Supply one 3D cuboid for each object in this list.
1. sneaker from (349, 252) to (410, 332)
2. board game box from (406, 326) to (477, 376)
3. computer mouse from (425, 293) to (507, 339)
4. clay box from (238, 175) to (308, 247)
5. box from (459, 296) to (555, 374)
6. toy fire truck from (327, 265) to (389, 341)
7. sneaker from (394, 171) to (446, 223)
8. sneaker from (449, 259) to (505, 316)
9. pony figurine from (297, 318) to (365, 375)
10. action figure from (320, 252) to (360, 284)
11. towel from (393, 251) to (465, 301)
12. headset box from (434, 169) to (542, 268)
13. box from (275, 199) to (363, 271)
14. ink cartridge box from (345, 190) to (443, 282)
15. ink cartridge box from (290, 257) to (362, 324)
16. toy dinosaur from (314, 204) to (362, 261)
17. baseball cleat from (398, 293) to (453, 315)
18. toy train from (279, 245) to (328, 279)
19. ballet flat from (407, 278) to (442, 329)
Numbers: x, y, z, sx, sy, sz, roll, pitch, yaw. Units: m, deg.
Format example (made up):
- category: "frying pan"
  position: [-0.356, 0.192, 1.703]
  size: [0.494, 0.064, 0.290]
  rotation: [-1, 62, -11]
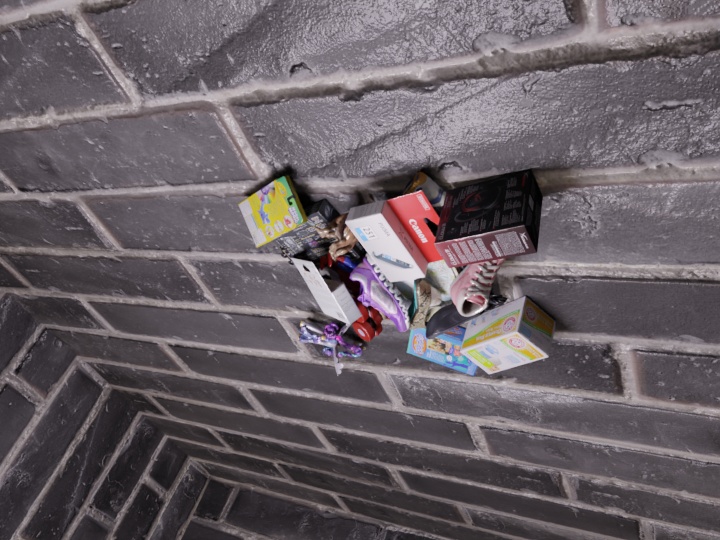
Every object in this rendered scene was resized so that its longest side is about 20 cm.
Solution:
- category: "sneaker"
  position: [0.042, 0.062, 1.485]
  size: [0.202, 0.088, 0.080]
  rotation: [59, 171, -6]
- category: "board game box"
  position: [0.228, 0.199, 1.713]
  size: [0.197, 0.045, 0.153]
  rotation: [18, 146, 10]
- category: "computer mouse"
  position: [0.230, 0.093, 1.457]
  size: [0.053, 0.197, 0.139]
  rotation: [64, 180, 6]
- category: "clay box"
  position: [-0.198, -0.139, 1.489]
  size: [0.198, 0.047, 0.117]
  rotation: [-20, 95, 46]
- category: "box"
  position: [0.350, 0.158, 1.529]
  size: [0.112, 0.102, 0.199]
  rotation: [36, 144, -18]
- category: "toy fire truck"
  position: [-0.005, 0.076, 1.663]
  size: [0.167, 0.112, 0.202]
  rotation: [33, 154, 35]
- category: "sneaker"
  position: [0.105, -0.118, 1.342]
  size: [0.087, 0.076, 0.200]
  rotation: [32, 146, -11]
- category: "sneaker"
  position: [0.259, 0.012, 1.340]
  size: [0.074, 0.105, 0.202]
  rotation: [22, 121, -17]
- category: "pony figurine"
  position: [-0.081, 0.199, 1.843]
  size: [0.196, 0.170, 0.193]
  rotation: [18, 178, 4]
- category: "action figure"
  position: [0.000, 0.000, 1.542]
  size: [0.197, 0.053, 0.065]
  rotation: [9, 157, -31]
- category: "towel"
  position: [0.148, 0.000, 1.465]
  size: [0.197, 0.049, 0.172]
  rotation: [-3, 133, 37]
- category: "headset box"
  position: [0.233, -0.094, 1.209]
  size: [0.197, 0.150, 0.075]
  rotation: [-11, 133, 31]
- category: "box"
  position: [-0.110, -0.079, 1.557]
  size: [0.198, 0.044, 0.160]
  rotation: [-15, 129, 44]
- category: "ink cartridge box"
  position: [0.092, -0.064, 1.323]
  size: [0.174, 0.045, 0.201]
  rotation: [-10, 135, 34]
- category: "ink cartridge box"
  position: [-0.086, 0.037, 1.554]
  size: [0.175, 0.043, 0.199]
  rotation: [61, 164, -14]
- category: "toy dinosaur"
  position: [-0.021, -0.092, 1.392]
  size: [0.087, 0.134, 0.200]
  rotation: [58, 180, 7]
- category: "baseball cleat"
  position: [0.180, 0.071, 1.562]
  size: [0.196, 0.071, 0.107]
  rotation: [8, 141, 6]
- category: "toy train"
  position: [-0.137, -0.003, 1.686]
  size: [0.045, 0.034, 0.200]
  rotation: [-19, 127, 41]
- category: "ballet flat"
  position: [0.149, 0.076, 1.475]
  size: [0.074, 0.069, 0.201]
  rotation: [2, 149, -1]
